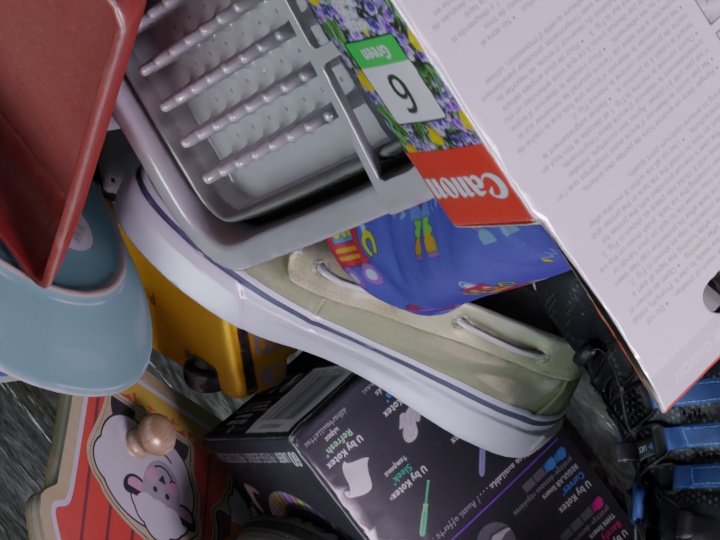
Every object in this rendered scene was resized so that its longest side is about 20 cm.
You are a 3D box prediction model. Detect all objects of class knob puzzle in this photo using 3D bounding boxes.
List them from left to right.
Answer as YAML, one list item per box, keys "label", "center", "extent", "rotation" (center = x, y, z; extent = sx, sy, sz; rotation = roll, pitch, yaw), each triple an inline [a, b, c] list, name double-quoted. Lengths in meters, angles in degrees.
- label: "knob puzzle"
  center: [-0.069, 0.145, 1.007]
  extent: [0.030, 0.220, 0.220]
  rotation: [-25, 108, 30]

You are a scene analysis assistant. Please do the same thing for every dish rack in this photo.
- label: "dish rack"
  center: [-0.039, -0.093, 0.732]
  extent: [0.172, 0.043, 0.200]
  rotation: [59, 152, -6]

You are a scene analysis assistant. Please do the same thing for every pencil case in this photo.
- label: "pencil case"
  center: [0.048, -0.037, 0.763]
  extent: [0.200, 0.078, 0.088]
  rotation: [159, 103, -70]

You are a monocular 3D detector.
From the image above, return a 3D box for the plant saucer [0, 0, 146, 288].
- label: "plant saucer"
  center: [-0.144, -0.117, 0.794]
  extent: [0.200, 0.037, 0.200]
  rotation: [50, 152, 11]

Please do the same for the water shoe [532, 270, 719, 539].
- label: "water shoe"
  center: [0.121, 0.071, 0.793]
  extent: [0.200, 0.079, 0.072]
  rotation: [45, 160, 13]

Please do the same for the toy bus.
- label: "toy bus"
  center: [-0.086, -0.006, 1.077]
  extent: [0.200, 0.078, 0.066]
  rotation: [26, 130, 52]

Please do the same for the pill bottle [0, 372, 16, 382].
- label: "pill bottle"
  center: [-0.218, -0.033, 1.283]
  extent: [0.114, 0.114, 0.200]
  rotation: [39, 158, 26]

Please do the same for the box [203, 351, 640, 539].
- label: "box"
  center: [0.042, 0.119, 1.010]
  extent: [0.200, 0.106, 0.122]
  rotation: [53, 161, -10]

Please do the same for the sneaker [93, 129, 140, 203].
- label: "sneaker"
  center: [-0.063, -0.038, 0.995]
  extent: [0.200, 0.080, 0.074]
  rotation: [24, 146, 47]

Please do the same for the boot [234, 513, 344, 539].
- label: "boot"
  center: [-0.019, 0.189, 0.919]
  extent: [0.200, 0.131, 0.068]
  rotation: [30, 151, 37]

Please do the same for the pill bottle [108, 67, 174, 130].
- label: "pill bottle"
  center: [-0.114, -0.125, 0.897]
  extent: [0.200, 0.111, 0.111]
  rotation: [39, 158, 27]

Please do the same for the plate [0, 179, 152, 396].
- label: "plate"
  center: [-0.152, -0.034, 0.910]
  extent: [0.200, 0.026, 0.200]
  rotation: [40, -160, -17]

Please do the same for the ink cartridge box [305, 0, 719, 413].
- label: "ink cartridge box"
  center: [0.055, -0.071, 0.633]
  extent: [0.201, 0.109, 0.050]
  rotation: [56, 157, -16]

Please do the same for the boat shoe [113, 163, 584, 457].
- label: "boat shoe"
  center: [0.000, 0.000, 0.894]
  extent: [0.199, 0.072, 0.062]
  rotation: [28, 117, -3]
